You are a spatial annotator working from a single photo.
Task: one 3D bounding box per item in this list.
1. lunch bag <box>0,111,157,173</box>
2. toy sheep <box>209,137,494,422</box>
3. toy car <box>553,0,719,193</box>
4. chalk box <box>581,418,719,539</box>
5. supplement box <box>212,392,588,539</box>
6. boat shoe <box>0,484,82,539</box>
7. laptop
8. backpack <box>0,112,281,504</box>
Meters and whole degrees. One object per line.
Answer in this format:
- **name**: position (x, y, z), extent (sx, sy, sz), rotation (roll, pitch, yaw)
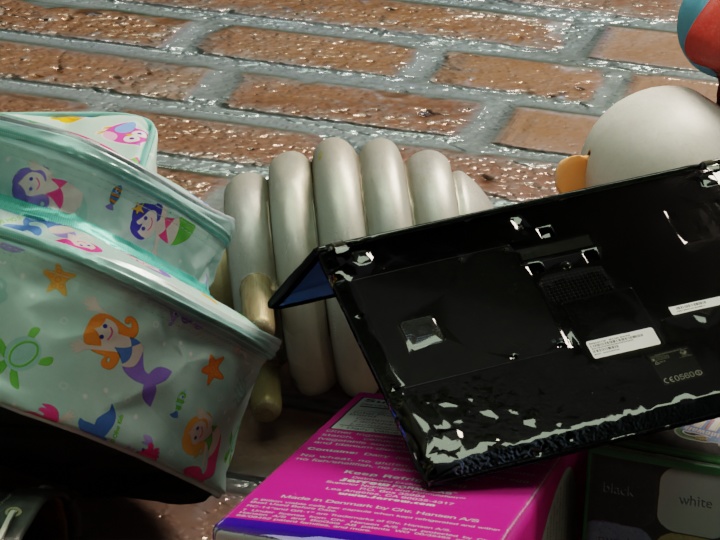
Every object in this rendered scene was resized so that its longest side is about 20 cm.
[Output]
- **lunch bag**: position (-0.199, -0.029, 1.340), extent (0.199, 0.077, 0.161), rotation (2, 23, 2)
- **toy sheep**: position (0.000, 0.000, 1.229), extent (0.199, 0.138, 0.138), rotation (-4, 25, -3)
- **toy car**: position (0.192, -0.047, 1.361), extent (0.200, 0.177, 0.184), rotation (-34, 18, -6)
- **chalk box**: position (0.154, 0.105, 1.013), extent (0.124, 0.124, 0.200), rotation (9, 27, 14)
- **supplement box**: position (0.019, 0.120, 0.953), extent (0.103, 0.102, 0.200), rotation (6, 12, 15)
- **boat shoe**: position (-0.141, 0.137, 0.987), extent (0.067, 0.072, 0.200), rotation (-1, 22, -3)
- **laptop**: position (0.073, 0.026, 1.026), extent (0.177, 0.104, 0.200), rotation (-13, 45, -14)
- **backpack**: position (-0.135, 0.019, 1.110), extent (0.200, 0.151, 0.177), rotation (22, -6, 38)
